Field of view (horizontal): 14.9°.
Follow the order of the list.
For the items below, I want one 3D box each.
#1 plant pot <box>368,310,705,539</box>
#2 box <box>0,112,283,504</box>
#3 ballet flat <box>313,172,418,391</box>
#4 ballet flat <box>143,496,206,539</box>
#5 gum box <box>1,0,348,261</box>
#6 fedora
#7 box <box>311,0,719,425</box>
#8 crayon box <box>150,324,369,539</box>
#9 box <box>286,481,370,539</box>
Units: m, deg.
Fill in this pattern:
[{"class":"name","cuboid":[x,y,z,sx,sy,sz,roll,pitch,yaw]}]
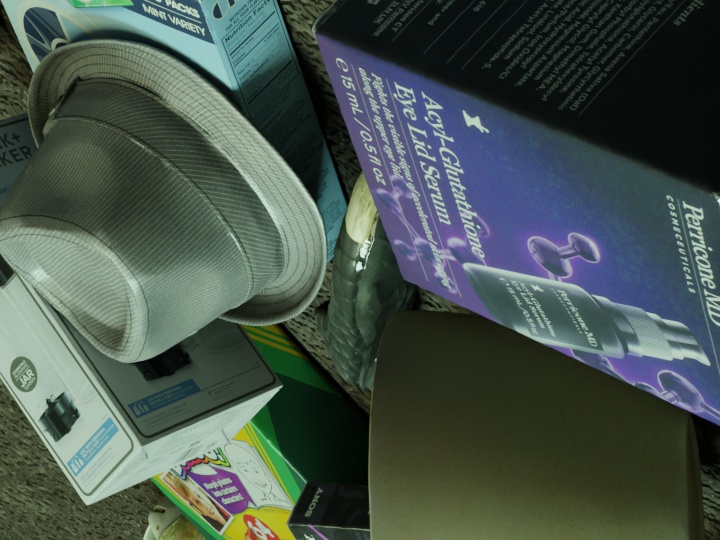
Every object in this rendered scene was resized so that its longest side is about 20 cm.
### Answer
[{"class":"plant pot","cuboid":[0.088,0.114,1.274,0.134,0.200,0.200,-4,141,10]},{"class":"box","cuboid":[-0.147,0.013,1.457,0.200,0.117,0.060,55,131,14]},{"class":"ballet flat","cuboid":[0.000,0.000,1.335,0.057,0.066,0.200,40,157,16]},{"class":"ballet flat","cuboid":[-0.115,0.182,1.840,0.071,0.071,0.200,40,157,8]},{"class":"gum box","cuboid":[-0.099,-0.100,1.351,0.170,0.045,0.200,27,151,33]},{"class":"fedora","cuboid":[-0.113,-0.019,1.339,0.177,0.090,0.200,49,156,-14]},{"class":"box","cuboid":[0.101,-0.044,1.050,0.200,0.104,0.148,25,150,37]},{"class":"crayon box","cuboid":[-0.081,0.089,1.623,0.173,0.058,0.200,47,155,-9]},{"class":"box","cuboid":[0.073,0.177,1.489,0.200,0.036,0.143,1,136,35]}]
